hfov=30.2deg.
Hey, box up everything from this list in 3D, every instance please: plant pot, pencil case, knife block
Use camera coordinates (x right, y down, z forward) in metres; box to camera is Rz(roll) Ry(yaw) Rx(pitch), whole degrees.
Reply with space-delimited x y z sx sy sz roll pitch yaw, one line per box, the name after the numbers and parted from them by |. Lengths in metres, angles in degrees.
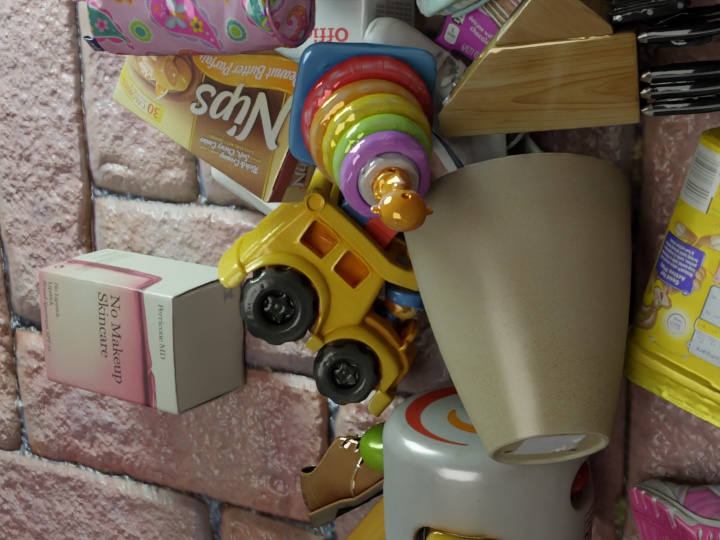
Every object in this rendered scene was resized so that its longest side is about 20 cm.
0.132 0.041 1.035 0.186 0.186 0.202 -23 62 38 | plant pot
-0.133 -0.218 1.074 0.198 0.087 0.089 5 106 28 | pencil case
0.181 -0.139 1.008 0.175 0.064 0.200 38 117 -4 | knife block

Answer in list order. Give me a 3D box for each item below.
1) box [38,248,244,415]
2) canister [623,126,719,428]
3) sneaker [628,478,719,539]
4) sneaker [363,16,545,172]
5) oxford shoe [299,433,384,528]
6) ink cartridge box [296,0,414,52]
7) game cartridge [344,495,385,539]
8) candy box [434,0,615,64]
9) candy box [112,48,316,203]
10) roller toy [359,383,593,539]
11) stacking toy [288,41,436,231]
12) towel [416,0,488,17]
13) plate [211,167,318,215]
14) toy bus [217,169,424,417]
-0.231 0.060 1.404 0.198 0.109 0.130 9 108 35 | box
0.294 0.009 1.016 0.148 0.086 0.202 28 116 27 | canister
0.302 0.211 1.074 0.199 0.088 0.082 17 128 55 | sneaker
0.085 -0.139 1.105 0.200 0.077 0.080 45 146 -16 | sneaker
0.005 0.187 1.292 0.199 0.071 0.072 -32 77 39 | oxford shoe
-0.031 -0.281 1.159 0.143 0.084 0.203 5 98 34 | ink cartridge box
0.055 0.336 1.318 0.200 0.032 0.177 47 125 16 | game cartridge
0.157 -0.243 1.062 0.136 0.061 0.202 35 120 25 | candy box
-0.114 -0.155 1.144 0.199 0.055 0.116 33 111 26 | candy box
0.110 0.189 1.138 0.200 0.180 0.142 -148 53 -62 | roller toy
0.017 -0.083 0.997 0.201 0.115 0.111 -109 25 -55 | stacking toy
0.099 -0.301 1.013 0.199 0.048 0.173 -20 71 57 | towel
-0.056 -0.123 1.272 0.199 0.032 0.201 36 121 23 | plate
0.000 0.000 1.207 0.200 0.136 0.192 43 102 -9 | toy bus
